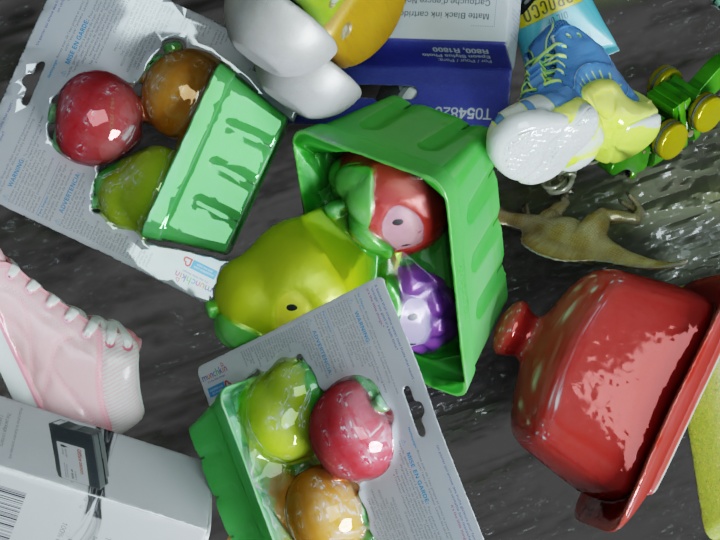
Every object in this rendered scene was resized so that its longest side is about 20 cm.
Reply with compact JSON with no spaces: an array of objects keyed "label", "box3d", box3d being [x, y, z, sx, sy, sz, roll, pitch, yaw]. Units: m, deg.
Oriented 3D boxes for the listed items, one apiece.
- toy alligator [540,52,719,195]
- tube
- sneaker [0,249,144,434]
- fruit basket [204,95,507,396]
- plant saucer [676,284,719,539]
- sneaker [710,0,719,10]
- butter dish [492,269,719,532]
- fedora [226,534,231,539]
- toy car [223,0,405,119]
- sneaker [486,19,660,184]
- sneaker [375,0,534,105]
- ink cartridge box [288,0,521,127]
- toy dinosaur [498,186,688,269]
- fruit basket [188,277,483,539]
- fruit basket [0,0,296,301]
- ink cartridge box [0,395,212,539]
[{"label":"toy alligator","box3d":[0.216,-0.099,1.612,0.199,0.059,0.055,-36,139,-20]},{"label":"tube","box3d":[0.127,-0.245,1.608,0.077,0.050,0.202,-24,99,-5]},{"label":"sneaker","box3d":[-0.219,0.038,1.502,0.104,0.075,0.202,-25,101,-8]},{"label":"fruit basket","box3d":[0.000,0.000,1.479,0.155,0.215,0.217,22,81,31]},{"label":"plant saucer","box3d":[0.353,0.096,1.643,0.198,0.048,0.202,-10,90,-13]},{"label":"sneaker","box3d":[0.256,-0.240,1.630,0.087,0.074,0.201,-33,86,2]},{"label":"butter dish","box3d":[0.165,0.072,1.531,0.147,0.199,0.201,27,85,-2]},{"label":"fedora","box3d":[-0.015,0.222,1.539,0.198,0.082,0.203,0,90,-11]},{"label":"toy car","box3d":[-0.038,-0.216,1.423,0.149,0.200,0.176,33,85,17]},{"label":"sneaker","box3d":[0.133,-0.123,1.500,0.076,0.199,0.106,-42,70,28]},{"label":"sneaker","box3d":[0.046,-0.193,1.583,0.115,0.075,0.200,42,95,18]},{"label":"ink cartridge box","box3d":[0.020,-0.207,1.531,0.197,0.041,0.202,2,82,16]},{"label":"toy dinosaur","box3d":[0.169,-0.021,1.563,0.101,0.199,0.059,-23,126,-52]},{"label":"fruit basket","box3d":[-0.015,0.120,1.411,0.093,0.199,0.187,-14,80,-53]},{"label":"fruit basket","box3d":[-0.159,-0.102,1.517,0.198,0.094,0.187,24,89,7]},{"label":"ink cartridge box","box3d":[-0.217,0.182,1.463,0.198,0.085,0.145,19,120,-11]}]
